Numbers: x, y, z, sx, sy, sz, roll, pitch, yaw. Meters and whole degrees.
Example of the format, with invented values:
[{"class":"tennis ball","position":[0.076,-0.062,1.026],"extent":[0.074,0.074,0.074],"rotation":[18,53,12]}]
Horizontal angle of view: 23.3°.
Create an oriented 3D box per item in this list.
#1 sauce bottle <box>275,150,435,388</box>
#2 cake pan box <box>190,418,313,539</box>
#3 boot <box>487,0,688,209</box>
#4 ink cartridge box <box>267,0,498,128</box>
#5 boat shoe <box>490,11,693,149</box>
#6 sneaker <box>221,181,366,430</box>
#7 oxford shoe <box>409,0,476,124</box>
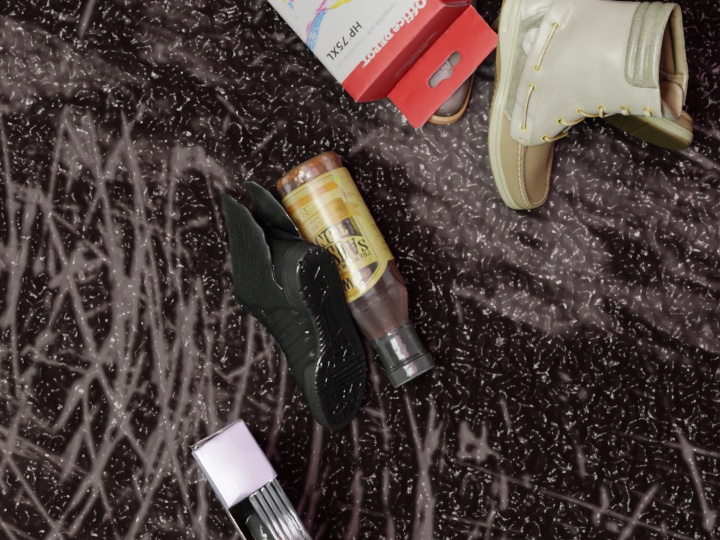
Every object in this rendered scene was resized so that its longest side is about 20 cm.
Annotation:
[{"class":"sauce bottle","position":[0.000,0.000,1.460],"extent":[0.066,0.066,0.201],"rotation":[-29,84,-9]},{"class":"cake pan box","position":[-0.064,0.208,1.354],"extent":[0.052,0.200,0.185],"rotation":[-33,83,-7]},{"class":"boot","position":[0.187,-0.133,1.434],"extent":[0.153,0.072,0.202],"rotation":[14,117,28]},{"class":"ink cartridge box","position":[0.008,-0.225,1.459],"extent":[0.200,0.067,0.116],"rotation":[49,114,10]},{"class":"boat shoe","position":[0.208,-0.176,1.506],"extent":[0.200,0.073,0.063],"rotation":[33,84,7]},{"class":"sneaker","position":[-0.058,0.030,1.450],"extent":[0.060,0.104,0.202],"rotation":[-29,121,-34]},{"class":"oxford shoe","position":[0.068,-0.228,1.497],"extent":[0.070,0.073,0.202],"rotation":[-1,82,-6]}]
